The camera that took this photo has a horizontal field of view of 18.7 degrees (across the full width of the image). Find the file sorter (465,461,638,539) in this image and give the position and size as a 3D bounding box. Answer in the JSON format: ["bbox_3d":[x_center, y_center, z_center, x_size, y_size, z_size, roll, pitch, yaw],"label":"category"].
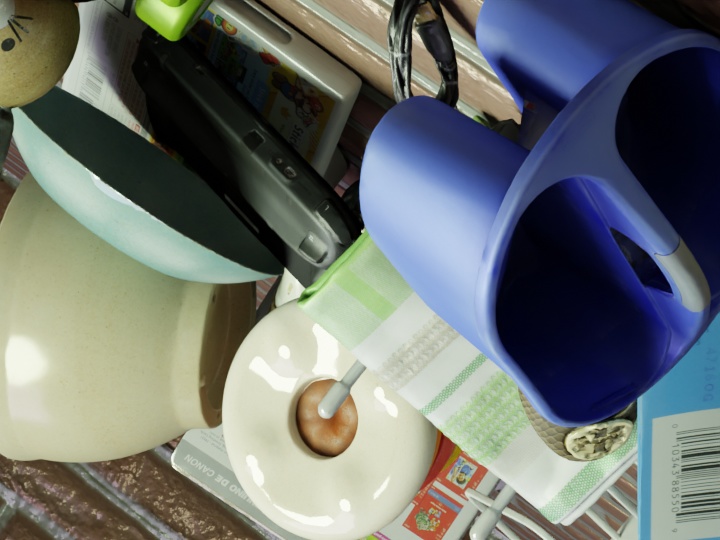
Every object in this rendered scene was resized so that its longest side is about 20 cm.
[{"bbox_3d":[0.152,0.145,1.332,0.124,0.200,0.139,44,171,-17],"label":"file sorter"}]

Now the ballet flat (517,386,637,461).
[{"bbox_3d":[0.115,0.031,1.096,0.046,0.067,0.201,-120,18,-45],"label":"ballet flat"}]

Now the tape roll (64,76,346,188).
[{"bbox_3d":[-0.108,-0.103,1.505,0.202,0.071,0.202,36,173,5],"label":"tape roll"}]

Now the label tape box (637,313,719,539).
[{"bbox_3d":[0.202,0.114,1.102,0.066,0.144,0.200,-13,146,26],"label":"label tape box"}]

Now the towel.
[{"bbox_3d":[0.085,0.033,1.164,0.200,0.149,0.031,39,-163,-15],"label":"towel"}]

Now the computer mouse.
[{"bbox_3d":[0.062,-0.064,1.046,0.034,0.059,0.200,18,158,36],"label":"computer mouse"}]

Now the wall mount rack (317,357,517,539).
[{"bbox_3d":[0.068,0.043,1.236,0.200,0.174,0.074,40,135,-14],"label":"wall mount rack"}]

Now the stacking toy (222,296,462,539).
[{"bbox_3d":[0.020,0.086,1.355,0.146,0.147,0.200,34,-164,25],"label":"stacking toy"}]

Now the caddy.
[{"bbox_3d":[0.090,-0.022,0.832,0.105,0.142,0.200,36,174,31],"label":"caddy"}]

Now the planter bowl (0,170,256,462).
[{"bbox_3d":[-0.145,0.033,1.401,0.134,0.201,0.200,9,165,13],"label":"planter bowl"}]

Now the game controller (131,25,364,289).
[{"bbox_3d":[-0.063,-0.058,1.258,0.200,0.042,0.104,47,167,27],"label":"game controller"}]

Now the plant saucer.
[{"bbox_3d":[-0.136,-0.043,1.278,0.200,0.039,0.201,35,-172,-6],"label":"plant saucer"}]

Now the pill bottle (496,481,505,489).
[{"bbox_3d":[0.051,0.058,1.582,0.200,0.113,0.113,37,172,-1],"label":"pill bottle"}]

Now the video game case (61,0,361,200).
[{"bbox_3d":[-0.097,-0.108,1.329,0.182,0.023,0.200,37,148,7],"label":"video game case"}]

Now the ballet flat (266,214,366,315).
[{"bbox_3d":[0.000,0.000,1.361,0.199,0.068,0.072,-20,122,34],"label":"ballet flat"}]

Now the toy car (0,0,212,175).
[{"bbox_3d":[-0.191,-0.143,1.162,0.164,0.200,0.158,37,172,0],"label":"toy car"}]

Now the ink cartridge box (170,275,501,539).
[{"bbox_3d":[-0.002,0.106,1.492,0.199,0.176,0.084,34,-173,1],"label":"ink cartridge box"}]

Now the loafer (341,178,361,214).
[{"bbox_3d":[0.072,0.008,1.415,0.200,0.068,0.070,44,137,-1],"label":"loafer"}]
